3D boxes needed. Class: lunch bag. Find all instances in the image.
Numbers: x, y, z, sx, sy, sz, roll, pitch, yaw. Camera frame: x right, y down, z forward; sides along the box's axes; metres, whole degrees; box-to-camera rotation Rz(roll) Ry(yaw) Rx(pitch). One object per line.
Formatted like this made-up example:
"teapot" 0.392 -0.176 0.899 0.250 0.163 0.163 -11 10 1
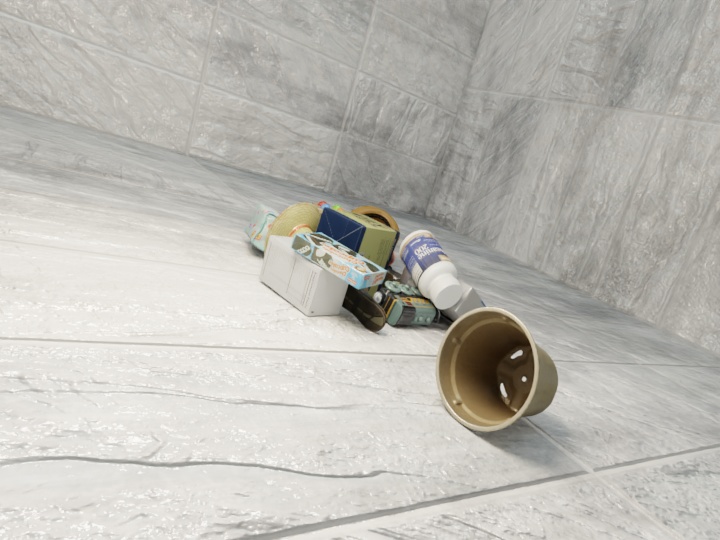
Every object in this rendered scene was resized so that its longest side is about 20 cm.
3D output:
"lunch bag" -0.222 -0.093 1.526 0.197 0.124 0.170 31 3 -24

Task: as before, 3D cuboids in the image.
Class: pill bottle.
"pill bottle" 0.185 -0.002 1.367 0.108 0.113 0.203 9 36 -34

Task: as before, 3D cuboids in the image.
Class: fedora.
"fedora" 0.033 -0.120 1.756 0.193 0.083 0.207 8 55 -12

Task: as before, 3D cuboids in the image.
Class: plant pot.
"plant pot" 0.265 0.188 0.954 0.181 0.206 0.198 21 6 -45

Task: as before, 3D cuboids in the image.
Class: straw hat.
"straw hat" -0.154 -0.066 1.373 0.085 0.205 0.198 42 24 32

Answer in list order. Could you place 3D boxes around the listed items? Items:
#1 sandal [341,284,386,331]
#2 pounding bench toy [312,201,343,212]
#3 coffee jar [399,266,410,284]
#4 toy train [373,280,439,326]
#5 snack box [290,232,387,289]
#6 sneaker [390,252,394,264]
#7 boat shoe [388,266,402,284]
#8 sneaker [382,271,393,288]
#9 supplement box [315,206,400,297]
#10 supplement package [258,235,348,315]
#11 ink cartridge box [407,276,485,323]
"sandal" -0.004 0.059 1.234 0.199 0.083 0.054 42 27 24
"pounding bench toy" -0.083 -0.142 1.833 0.193 0.161 0.124 14 13 -19
"coffee jar" 0.220 0.033 1.669 0.195 0.107 0.085 6 21 -42
"toy train" 0.121 0.094 1.348 0.196 0.087 0.114 11 28 -43
"snack box" -0.048 -0.025 1.169 0.196 0.038 0.115 30 18 23
"sneaker" 0.014 -0.068 1.630 0.192 0.080 0.082 12 -2 3
"boat shoe" 0.062 -0.009 1.697 0.195 0.068 0.071 21 16 21
"sneaker" 0.000 0.000 1.591 0.194 0.069 0.090 18 8 -18
"supplement box" -0.023 -0.038 1.379 0.132 0.206 0.197 27 13 30
"supplement package" -0.131 0.011 1.234 0.198 0.117 0.108 32 19 38
"ink cartridge box" 0.243 0.075 1.457 0.198 0.085 0.145 32 -10 47
